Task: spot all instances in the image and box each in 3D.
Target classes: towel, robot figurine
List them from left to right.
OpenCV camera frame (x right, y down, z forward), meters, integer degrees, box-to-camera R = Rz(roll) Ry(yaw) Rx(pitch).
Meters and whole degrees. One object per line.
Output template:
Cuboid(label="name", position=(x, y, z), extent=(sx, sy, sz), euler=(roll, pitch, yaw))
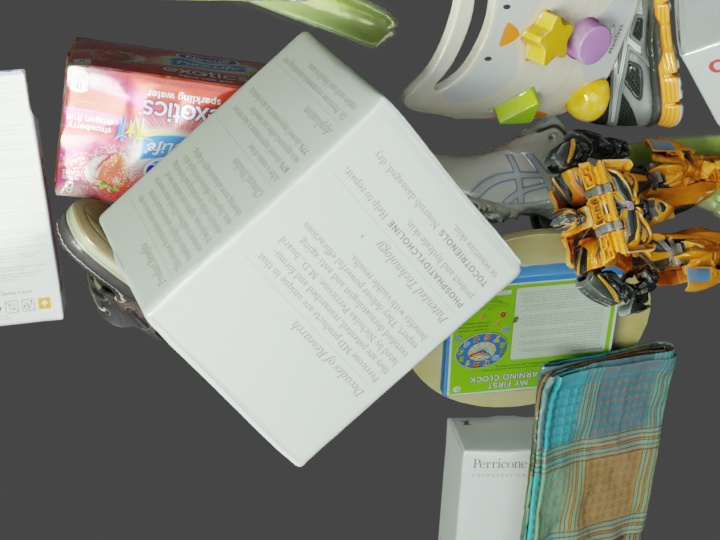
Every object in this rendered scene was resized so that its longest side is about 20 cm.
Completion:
Cuboid(label="towel", position=(0.192, 0.161, 1.182), extent=(0.146, 0.022, 0.201), euler=(-8, 111, -35))
Cuboid(label="robot figurine", position=(0.218, -0.042, 1.097), extent=(0.200, 0.058, 0.145), euler=(-3, 74, -44))

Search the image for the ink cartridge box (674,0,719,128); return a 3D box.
Cuboid(label="ink cartridge box", position=(0.338, -0.139, 1.079), extent=(0.145, 0.084, 0.200), euler=(-18, 131, 28))

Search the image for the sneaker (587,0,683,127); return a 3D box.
Cuboid(label="sneaker", position=(0.194, -0.199, 1.100), extent=(0.077, 0.078, 0.201), euler=(-10, 108, 8))

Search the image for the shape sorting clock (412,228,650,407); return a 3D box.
Cuboid(label="shape sorting clock", position=(0.133, 0.040, 1.162), extent=(0.199, 0.039, 0.200), euler=(-5, 131, -6))

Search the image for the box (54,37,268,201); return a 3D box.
Cuboid(label="box", position=(-0.121, -0.103, 1.077), extent=(0.199, 0.096, 0.100), euler=(6, 109, -10))

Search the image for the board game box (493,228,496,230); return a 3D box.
Cuboid(label="board game box", position=(0.000, 0.000, 1.147), extent=(0.199, 0.024, 0.105), euler=(6, 132, -10))

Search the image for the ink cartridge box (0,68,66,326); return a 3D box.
Cuboid(label="ink cartridge box", position=(-0.285, -0.054, 1.106), extent=(0.094, 0.037, 0.201), euler=(-6, 112, -4))

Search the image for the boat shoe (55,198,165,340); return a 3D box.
Cuboid(label="boat shoe", position=(-0.172, 0.010, 1.084), extent=(0.065, 0.072, 0.200), euler=(-29, 153, 11))

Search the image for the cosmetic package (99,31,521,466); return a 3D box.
Cuboid(label="cosmetic package", position=(-0.038, -0.019, 0.974), extent=(0.200, 0.167, 0.166), euler=(-41, 121, 2))

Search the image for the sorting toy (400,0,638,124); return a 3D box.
Cuboid(label="sorting toy", position=(0.104, -0.175, 1.018), extent=(0.180, 0.107, 0.201), euler=(-13, 130, -46))

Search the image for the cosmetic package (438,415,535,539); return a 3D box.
Cuboid(label="cosmetic package", position=(0.121, 0.229, 1.237), extent=(0.101, 0.071, 0.201), euler=(0, 108, -7))

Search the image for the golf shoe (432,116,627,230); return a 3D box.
Cuboid(label="golf shoe", position=(0.119, -0.080, 1.142), extent=(0.199, 0.078, 0.098), euler=(13, 90, -17))
